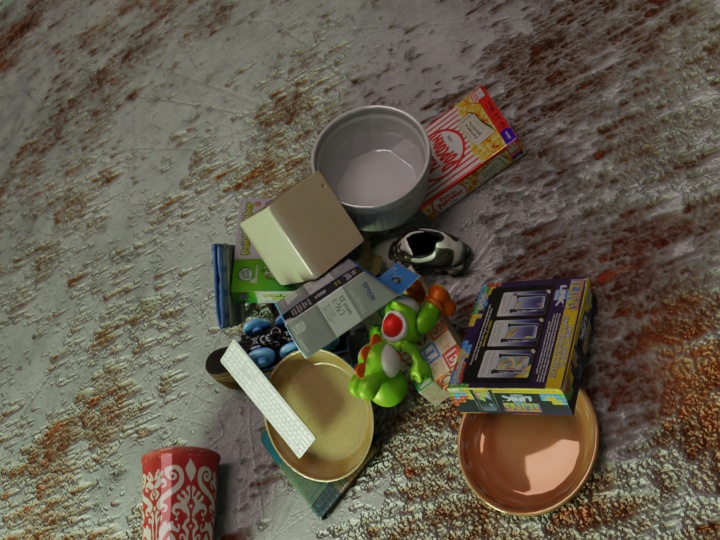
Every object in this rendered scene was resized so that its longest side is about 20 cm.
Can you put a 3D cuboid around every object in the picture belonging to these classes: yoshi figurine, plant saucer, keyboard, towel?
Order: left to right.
[{"bbox_3d":[-0.234,0.026,1.368,0.023,0.200,0.150,-3,90,1],"label":"towel"},{"bbox_3d":[-0.144,0.196,1.182,0.200,0.011,0.057,47,132,15],"label":"keyboard"},{"bbox_3d":[-0.069,0.277,1.229,0.147,0.022,0.200,-51,48,1],"label":"towel"},{"bbox_3d":[-0.059,0.218,1.175,0.197,0.035,0.205,2,94,29],"label":"plant saucer"},{"bbox_3d":[0.057,0.114,1.119,0.201,0.111,0.112,-54,6,-22],"label":"yoshi figurine"},{"bbox_3d":[0.226,0.228,1.031,0.197,0.037,0.203,-18,53,26],"label":"plant saucer"}]

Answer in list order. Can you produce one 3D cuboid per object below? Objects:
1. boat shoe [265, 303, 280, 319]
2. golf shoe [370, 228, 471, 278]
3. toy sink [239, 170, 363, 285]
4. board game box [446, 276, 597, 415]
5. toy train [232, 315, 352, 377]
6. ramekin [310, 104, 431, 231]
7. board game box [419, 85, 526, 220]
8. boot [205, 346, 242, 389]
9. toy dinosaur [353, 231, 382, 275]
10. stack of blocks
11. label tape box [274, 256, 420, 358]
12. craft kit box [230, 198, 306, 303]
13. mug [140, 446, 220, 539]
[{"bbox_3d":[-0.163,0.027,1.411,0.072,0.072,0.201,-42,47,7],"label":"boat shoe"},{"bbox_3d":[0.080,-0.038,1.260,0.197,0.094,0.079,-5,61,36],"label":"golf shoe"},{"bbox_3d":[-0.097,-0.065,1.237,0.112,0.131,0.199,-38,9,-20],"label":"toy sink"},{"bbox_3d":[0.225,0.102,1.055,0.163,0.057,0.202,-4,42,33],"label":"board game box"},{"bbox_3d":[-0.106,0.125,1.246,0.196,0.115,0.088,-14,50,-3],"label":"toy train"},{"bbox_3d":[0.022,-0.162,1.269,0.196,0.105,0.204,-4,62,8],"label":"ramekin"},{"bbox_3d":[0.166,-0.203,1.327,0.199,0.046,0.153,-36,48,14],"label":"board game box"},{"bbox_3d":[-0.165,0.165,1.342,0.196,0.076,0.075,-8,51,11],"label":"boot"},{"bbox_3d":[0.000,0.000,1.288,0.101,0.058,0.202,-35,36,32],"label":"toy dinosaur"},{"bbox_3d":[0.086,0.106,1.191,0.115,0.058,0.201,-38,48,11],"label":"stack of blocks"},{"bbox_3d":[-0.023,0.032,1.126,0.199,0.067,0.143,-35,14,-5],"label":"label tape box"},{"bbox_3d":[-0.127,-0.038,1.381,0.193,0.049,0.203,-2,58,1],"label":"craft kit box"},{"bbox_3d":[-0.295,0.415,1.264,0.131,0.179,0.203,-2,60,-7],"label":"mug"}]
